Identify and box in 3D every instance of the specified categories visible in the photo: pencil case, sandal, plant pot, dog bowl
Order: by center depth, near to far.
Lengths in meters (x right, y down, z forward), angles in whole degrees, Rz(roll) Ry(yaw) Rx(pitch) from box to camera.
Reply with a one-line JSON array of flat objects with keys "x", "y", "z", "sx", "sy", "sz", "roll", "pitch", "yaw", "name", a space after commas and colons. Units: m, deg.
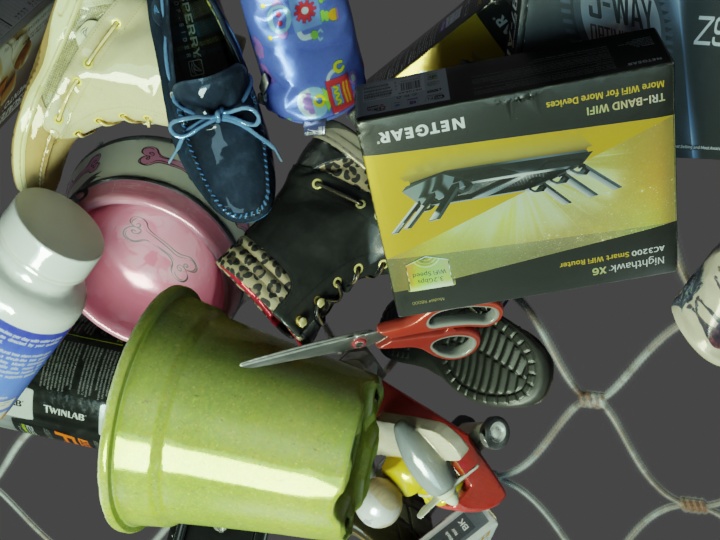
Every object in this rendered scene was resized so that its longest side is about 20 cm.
[{"x": -0.055, "y": -0.203, "z": 0.753, "sx": 0.086, "sy": 0.078, "sz": 0.203, "roll": -23, "pitch": 123, "yaw": -12, "name": "pencil case"}, {"x": 0.329, "y": -0.010, "z": 0.809, "sx": 0.089, "sy": 0.078, "sz": 0.201, "roll": 37, "pitch": 127, "yaw": 9, "name": "pencil case"}, {"x": -0.082, "y": 0.130, "z": 0.828, "sx": 0.181, "sy": 0.201, "sz": 0.203, "roll": 12, "pitch": 128, "yaw": 11, "name": "plant pot"}, {"x": -0.184, "y": -0.015, "z": 0.929, "sx": 0.196, "sy": 0.074, "sz": 0.203, "roll": 6, "pitch": 127, "yaw": 8, "name": "dog bowl"}, {"x": -0.016, "y": 0.245, "z": 1.072, "sx": 0.197, "sy": 0.083, "sz": 0.055, "roll": 15, "pitch": 154, "yaw": -19, "name": "sandal"}]

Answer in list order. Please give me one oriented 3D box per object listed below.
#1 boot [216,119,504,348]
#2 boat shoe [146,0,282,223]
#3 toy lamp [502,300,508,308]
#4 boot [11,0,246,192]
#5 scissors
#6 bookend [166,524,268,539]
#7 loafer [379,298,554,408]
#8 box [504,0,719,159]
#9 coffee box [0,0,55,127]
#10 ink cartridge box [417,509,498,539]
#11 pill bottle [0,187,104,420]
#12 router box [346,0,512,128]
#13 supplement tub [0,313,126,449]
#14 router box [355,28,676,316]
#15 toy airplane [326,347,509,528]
[{"x": 0.000, "y": 0.000, "z": 0.804, "sx": 0.200, "sy": 0.151, "sz": 0.073, "roll": 43, "pitch": 168, "yaw": -2, "name": "boot"}, {"x": -0.116, "y": -0.130, "z": 0.754, "sx": 0.083, "sy": 0.069, "sz": 0.203, "roll": -24, "pitch": 92, "yaw": -9, "name": "boat shoe"}, {"x": 0.040, "y": -0.025, "z": 0.880, "sx": 0.198, "sy": 0.059, "sz": 0.059, "roll": 29, "pitch": 127, "yaw": -7, "name": "toy lamp"}, {"x": -0.187, "y": -0.126, "z": 0.838, "sx": 0.153, "sy": 0.073, "sz": 0.202, "roll": 23, "pitch": 111, "yaw": -6, "name": "boot"}, {"x": 0.011, "y": 0.044, "z": 0.772, "sx": 0.196, "sy": 0.014, "sz": 0.074, "roll": -1, "pitch": 141, "yaw": -17, "name": "scissors"}, {"x": -0.104, "y": 0.310, "z": 1.066, "sx": 0.196, "sy": 0.202, "sz": 0.092, "roll": 15, "pitch": 166, "yaw": -1, "name": "bookend"}, {"x": 0.098, "y": 0.066, "z": 0.888, "sx": 0.071, "sy": 0.199, "sz": 0.074, "roll": 15, "pitch": 94, "yaw": -38, "name": "loafer"}, {"x": 0.200, "y": -0.161, "z": 0.707, "sx": 0.196, "sy": 0.044, "sz": 0.163, "roll": 3, "pitch": 115, "yaw": -3, "name": "box"}, {"x": -0.311, "y": -0.146, "z": 0.779, "sx": 0.079, "sy": 0.201, "sz": 0.115, "roll": 28, "pitch": 127, "yaw": -8, "name": "coffee box"}, {"x": 0.040, "y": 0.334, "z": 1.043, "sx": 0.043, "sy": 0.199, "sz": 0.200, "roll": 45, "pitch": 151, "yaw": 24, "name": "ink cartridge box"}, {"x": -0.298, "y": 0.032, "z": 0.864, "sx": 0.111, "sy": 0.113, "sz": 0.200, "roll": 36, "pitch": 113, "yaw": -15, "name": "pill bottle"}, {"x": 0.111, "y": -0.104, "z": 0.807, "sx": 0.156, "sy": 0.053, "sz": 0.200, "roll": -34, "pitch": 113, "yaw": 31, "name": "router box"}, {"x": -0.259, "y": 0.107, "z": 1.005, "sx": 0.196, "sy": 0.123, "sz": 0.124, "roll": 11, "pitch": 128, "yaw": 5, "name": "supplement tub"}, {"x": 0.106, "y": -0.060, "z": 0.691, "sx": 0.196, "sy": 0.053, "sz": 0.159, "roll": -10, "pitch": 126, "yaw": 7, "name": "router box"}, {"x": 0.027, "y": 0.162, "z": 0.951, "sx": 0.196, "sy": 0.143, "sz": 0.200, "roll": 18, "pitch": 161, "yaw": 25, "name": "toy airplane"}]
